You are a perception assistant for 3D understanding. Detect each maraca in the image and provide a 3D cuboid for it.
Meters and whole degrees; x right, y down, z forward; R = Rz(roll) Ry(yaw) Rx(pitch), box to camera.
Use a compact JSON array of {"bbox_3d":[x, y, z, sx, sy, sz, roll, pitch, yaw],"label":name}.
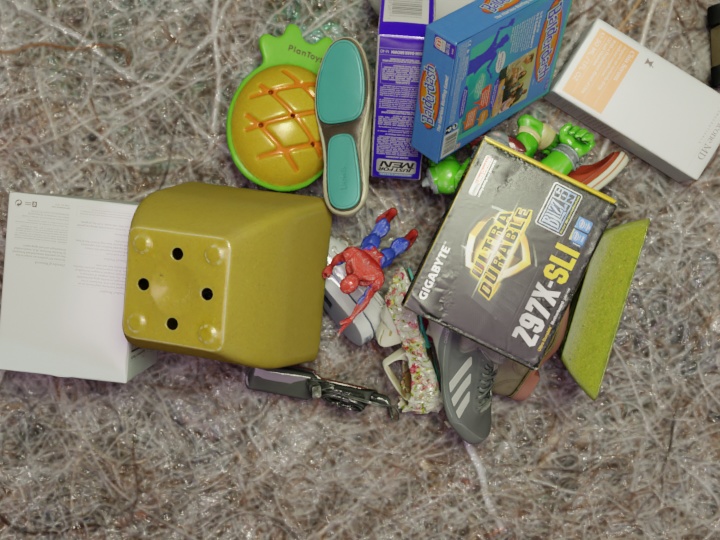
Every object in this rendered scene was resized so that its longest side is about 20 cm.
[{"bbox_3d":[-0.084,-0.192,1.107,0.137,0.107,0.201,18,81,-17],"label":"maraca"}]

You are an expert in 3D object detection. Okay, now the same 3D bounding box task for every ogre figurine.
[{"bbox_3d":[0.153,-0.129,1.075,0.199,0.098,0.120,24,64,9],"label":"ogre figurine"}]

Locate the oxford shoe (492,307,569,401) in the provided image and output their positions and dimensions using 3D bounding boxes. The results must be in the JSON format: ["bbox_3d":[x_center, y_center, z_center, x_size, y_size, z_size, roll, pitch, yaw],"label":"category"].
[{"bbox_3d":[0.188,0.074,1.092,0.073,0.071,0.201,9,122,-11],"label":"oxford shoe"}]

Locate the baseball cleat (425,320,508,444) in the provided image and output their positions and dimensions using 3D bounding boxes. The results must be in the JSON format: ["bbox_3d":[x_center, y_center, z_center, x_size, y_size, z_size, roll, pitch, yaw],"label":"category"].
[{"bbox_3d":[0.136,0.117,1.071,0.106,0.070,0.201,-2,117,39],"label":"baseball cleat"}]

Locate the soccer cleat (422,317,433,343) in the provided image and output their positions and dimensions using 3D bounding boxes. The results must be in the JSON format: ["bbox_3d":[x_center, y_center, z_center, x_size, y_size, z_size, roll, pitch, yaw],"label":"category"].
[{"bbox_3d":[0.166,0.034,1.132,0.200,0.070,0.086,-39,133,19],"label":"soccer cleat"}]

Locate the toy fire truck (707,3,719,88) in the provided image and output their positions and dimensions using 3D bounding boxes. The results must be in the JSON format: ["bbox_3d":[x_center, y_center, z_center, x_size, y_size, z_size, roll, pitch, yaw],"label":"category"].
[{"bbox_3d":[0.511,-0.286,1.044,0.199,0.176,0.129,-4,93,2],"label":"toy fire truck"}]

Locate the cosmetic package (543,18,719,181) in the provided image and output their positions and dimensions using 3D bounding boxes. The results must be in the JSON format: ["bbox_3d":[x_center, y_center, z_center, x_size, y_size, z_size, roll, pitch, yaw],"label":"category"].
[{"bbox_3d":[0.332,-0.200,1.108,0.200,0.071,0.102,31,94,-1],"label":"cosmetic package"}]

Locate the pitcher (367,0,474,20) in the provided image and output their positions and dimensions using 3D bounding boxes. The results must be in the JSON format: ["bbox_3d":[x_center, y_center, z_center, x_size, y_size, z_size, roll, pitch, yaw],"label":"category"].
[{"bbox_3d":[0.102,-0.295,1.094,0.199,0.121,0.172,20,106,-11],"label":"pitcher"}]

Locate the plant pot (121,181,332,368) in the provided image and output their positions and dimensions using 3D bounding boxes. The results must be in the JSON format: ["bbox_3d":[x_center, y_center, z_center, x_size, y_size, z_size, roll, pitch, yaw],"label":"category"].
[{"bbox_3d":[-0.159,0.008,1.025,0.193,0.200,0.196,8,97,15],"label":"plant pot"}]

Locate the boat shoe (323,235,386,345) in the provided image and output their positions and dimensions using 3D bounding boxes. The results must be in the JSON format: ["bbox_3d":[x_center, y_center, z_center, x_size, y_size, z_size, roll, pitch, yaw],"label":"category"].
[{"bbox_3d":[-0.035,-0.005,1.142,0.065,0.074,0.200,-34,89,-23],"label":"boat shoe"}]

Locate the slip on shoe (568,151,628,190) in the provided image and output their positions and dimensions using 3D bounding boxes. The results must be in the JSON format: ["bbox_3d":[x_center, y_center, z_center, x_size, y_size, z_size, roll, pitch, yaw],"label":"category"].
[{"bbox_3d":[0.227,-0.097,1.121,0.199,0.074,0.061,-26,90,8],"label":"slip on shoe"}]

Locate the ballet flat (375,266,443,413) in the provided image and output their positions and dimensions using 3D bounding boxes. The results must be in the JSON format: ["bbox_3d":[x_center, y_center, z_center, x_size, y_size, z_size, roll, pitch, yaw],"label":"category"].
[{"bbox_3d":[0.054,0.093,1.110,0.064,0.076,0.201,-17,115,-2],"label":"ballet flat"}]

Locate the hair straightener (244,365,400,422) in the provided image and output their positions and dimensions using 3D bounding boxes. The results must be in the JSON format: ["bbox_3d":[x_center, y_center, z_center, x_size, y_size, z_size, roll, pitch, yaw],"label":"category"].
[{"bbox_3d":[-0.046,0.154,1.142,0.199,0.077,0.041,18,98,0],"label":"hair straightener"}]

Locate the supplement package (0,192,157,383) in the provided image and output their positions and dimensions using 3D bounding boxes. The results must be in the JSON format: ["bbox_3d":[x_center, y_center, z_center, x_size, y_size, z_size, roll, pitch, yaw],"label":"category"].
[{"bbox_3d":[-0.322,0.015,1.104,0.151,0.151,0.201,6,94,1],"label":"supplement package"}]

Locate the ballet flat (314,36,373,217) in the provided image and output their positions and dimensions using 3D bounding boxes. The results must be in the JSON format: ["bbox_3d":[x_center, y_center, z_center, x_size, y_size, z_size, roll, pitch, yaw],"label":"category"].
[{"bbox_3d":[-0.015,-0.161,1.065,0.069,0.069,0.201,2,92,2],"label":"ballet flat"}]

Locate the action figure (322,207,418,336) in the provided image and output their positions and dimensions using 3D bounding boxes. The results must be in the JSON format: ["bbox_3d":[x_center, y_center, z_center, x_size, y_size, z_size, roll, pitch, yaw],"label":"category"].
[{"bbox_3d":[0.000,0.000,1.079,0.065,0.200,0.099,43,114,-1],"label":"action figure"}]

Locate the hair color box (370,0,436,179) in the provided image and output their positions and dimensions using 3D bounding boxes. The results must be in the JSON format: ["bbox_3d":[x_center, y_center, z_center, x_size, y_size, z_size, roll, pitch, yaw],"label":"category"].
[{"bbox_3d":[0.047,-0.211,1.044,0.065,0.200,0.110,5,50,0],"label":"hair color box"}]

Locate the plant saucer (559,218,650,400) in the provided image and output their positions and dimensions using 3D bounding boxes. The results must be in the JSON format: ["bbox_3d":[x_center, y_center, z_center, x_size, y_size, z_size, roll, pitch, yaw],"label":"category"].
[{"bbox_3d":[0.270,0.034,1.067,0.048,0.200,0.201,16,94,11],"label":"plant saucer"}]

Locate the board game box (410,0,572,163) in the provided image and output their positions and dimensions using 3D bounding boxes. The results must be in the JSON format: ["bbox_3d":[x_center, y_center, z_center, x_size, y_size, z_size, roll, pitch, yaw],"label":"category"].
[{"bbox_3d":[0.143,-0.223,1.001,0.200,0.152,0.045,-33,57,-31],"label":"board game box"}]

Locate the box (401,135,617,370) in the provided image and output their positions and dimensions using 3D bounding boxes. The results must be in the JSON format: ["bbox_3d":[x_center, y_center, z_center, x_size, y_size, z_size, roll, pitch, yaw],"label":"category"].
[{"bbox_3d":[0.157,-0.017,0.994,0.159,0.049,0.201,26,92,-2],"label":"box"}]
